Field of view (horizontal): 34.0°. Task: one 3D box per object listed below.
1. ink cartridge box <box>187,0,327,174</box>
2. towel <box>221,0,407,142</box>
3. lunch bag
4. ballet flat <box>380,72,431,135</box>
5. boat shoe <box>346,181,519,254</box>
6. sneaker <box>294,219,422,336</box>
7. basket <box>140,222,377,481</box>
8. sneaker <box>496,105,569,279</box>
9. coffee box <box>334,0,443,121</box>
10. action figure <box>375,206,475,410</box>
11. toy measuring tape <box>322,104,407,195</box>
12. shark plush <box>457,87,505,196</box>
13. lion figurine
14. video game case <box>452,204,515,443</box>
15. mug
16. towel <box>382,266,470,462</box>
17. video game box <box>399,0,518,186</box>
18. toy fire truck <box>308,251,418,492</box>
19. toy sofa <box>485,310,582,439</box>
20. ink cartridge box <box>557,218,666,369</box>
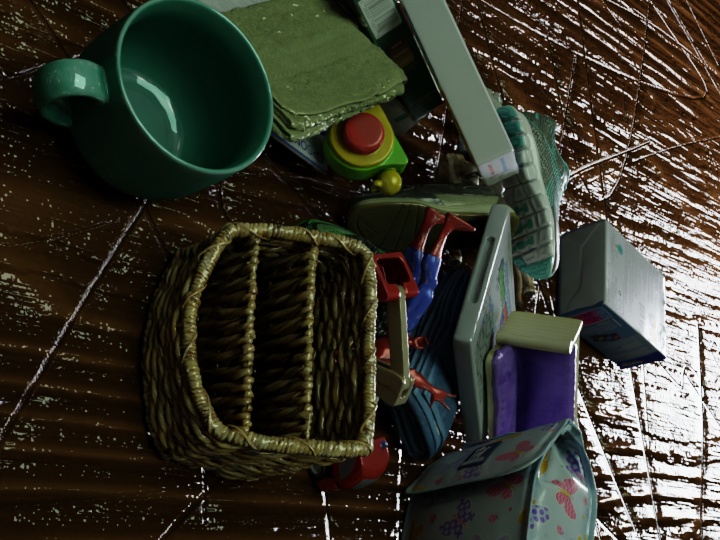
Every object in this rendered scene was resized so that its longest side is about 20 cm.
[{"bbox_3d":[-0.101,-0.217,1.168,0.198,0.047,0.200,33,53,-42],"label":"ink cartridge box"},{"bbox_3d":[-0.055,-0.194,1.104,0.148,0.036,0.200,48,42,10],"label":"towel"},{"bbox_3d":[0.130,0.247,1.149,0.127,0.170,0.200,39,49,-31],"label":"lunch bag"},{"bbox_3d":[0.079,-0.228,1.385,0.069,0.069,0.200,53,40,-23],"label":"ballet flat"},{"bbox_3d":[0.073,-0.063,1.274,0.201,0.072,0.066,1,43,-22],"label":"boat shoe"},{"bbox_3d":[0.000,0.000,1.171,0.078,0.085,0.200,-51,144,-3],"label":"sneaker"},{"bbox_3d":[-0.084,0.059,0.977,0.143,0.149,0.200,29,54,-42],"label":"basket"},{"bbox_3d":[0.207,-0.091,1.343,0.091,0.078,0.200,-10,91,-37],"label":"sneaker"},{"bbox_3d":[0.014,-0.257,1.236,0.123,0.044,0.200,54,-1,36],"label":"coffee box"},{"bbox_3d":[0.064,0.051,1.133,0.099,0.065,0.200,29,88,-28],"label":"action figure"},{"bbox_3d":[-0.021,-0.158,1.176,0.074,0.074,0.200,-14,72,-53],"label":"toy measuring tape"},{"bbox_3d":[0.137,-0.177,1.447,0.083,0.091,0.200,91,-23,-60],"label":"shark plush"},{"bbox_3d":[0.145,-0.045,1.397,0.200,0.072,0.123,47,31,-49],"label":"lion figurine"},{"bbox_3d":[0.136,0.062,1.261,0.200,0.024,0.182,78,25,-49],"label":"video game case"},{"bbox_3d":[-0.177,-0.143,0.972,0.185,0.114,0.152,36,54,-30],"label":"mug"},{"bbox_3d":[0.083,0.095,1.240,0.200,0.048,0.112,-66,143,-44],"label":"towel"},{"bbox_3d":[0.103,-0.194,1.224,0.200,0.047,0.182,66,10,6],"label":"video game box"},{"bbox_3d":[0.000,0.095,1.072,0.049,0.141,0.200,-7,81,-53],"label":"toy fire truck"},{"bbox_3d":[0.189,0.152,1.271,0.098,0.083,0.200,-49,141,-54],"label":"toy sofa"},{"bbox_3d":[0.352,0.043,1.603,0.200,0.076,0.137,35,50,-36],"label":"ink cartridge box"}]
